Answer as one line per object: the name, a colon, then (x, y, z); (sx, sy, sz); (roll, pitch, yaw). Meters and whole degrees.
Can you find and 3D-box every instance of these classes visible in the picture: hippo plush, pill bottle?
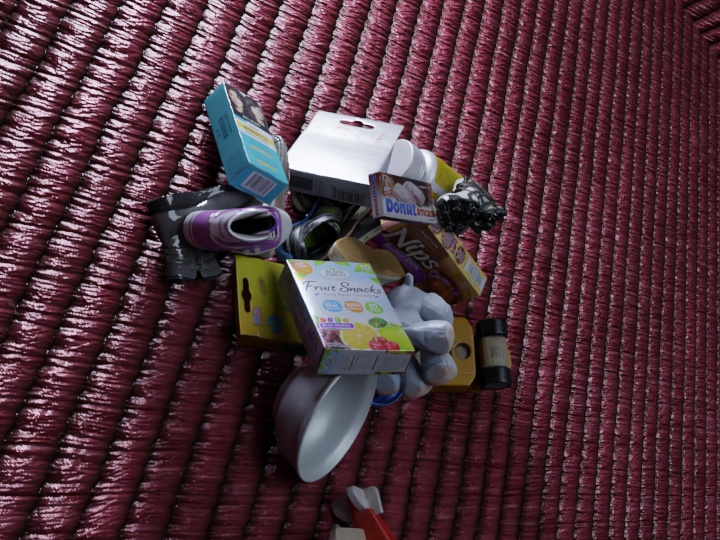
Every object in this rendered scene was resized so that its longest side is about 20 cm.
hippo plush: (0.069, 0.104, 1.700); (0.199, 0.160, 0.161); (18, 27, 3)
pill bottle: (0.123, -0.153, 1.930); (0.200, 0.114, 0.115); (33, 51, -39)

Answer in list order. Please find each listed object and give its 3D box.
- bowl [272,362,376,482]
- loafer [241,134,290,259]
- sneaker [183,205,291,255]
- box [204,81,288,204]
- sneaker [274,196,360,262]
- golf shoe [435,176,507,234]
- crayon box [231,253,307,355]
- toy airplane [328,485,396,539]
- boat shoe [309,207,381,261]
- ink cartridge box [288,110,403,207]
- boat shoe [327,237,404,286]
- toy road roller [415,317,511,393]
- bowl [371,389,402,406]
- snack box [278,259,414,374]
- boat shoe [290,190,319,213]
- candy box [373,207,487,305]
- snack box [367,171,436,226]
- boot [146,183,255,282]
bowl: (-0.066, 0.200, 1.531); (0.201, 0.090, 0.202); (-47, 152, -35)
loafer: (-0.147, -0.113, 1.632); (0.063, 0.072, 0.201); (45, 48, -53)
sneaker: (-0.141, -0.058, 1.483); (0.200, 0.114, 0.073); (-11, 95, -53)
box: (-0.174, -0.194, 1.576); (0.082, 0.049, 0.200); (27, 30, -41)
sneaker: (-0.054, -0.069, 1.676); (0.200, 0.082, 0.071); (-43, 135, -37)
golf shoe: (0.177, -0.120, 1.846); (0.200, 0.078, 0.095); (9, 46, -58)
crayon box: (-0.127, 0.055, 1.585); (0.200, 0.051, 0.127); (16, 62, -47)
toy airplane: (0.010, 0.420, 1.543); (0.200, 0.141, 0.199); (46, 5, -15)
boat shoe: (-0.023, -0.046, 1.744); (0.200, 0.071, 0.063); (-50, 122, -47)
ink cartridge box: (-0.029, -0.188, 1.734); (0.200, 0.162, 0.057); (-60, 159, -54)
boat shoe: (0.000, 0.000, 1.682); (0.200, 0.069, 0.074); (18, 39, -58)
toy road roller: (0.173, 0.164, 1.872); (0.199, 0.146, 0.123); (2, 68, -11)
bowl: (0.007, 0.128, 1.725); (0.200, 0.039, 0.201); (24, 57, -43)
snack box: (-0.024, 0.065, 1.510); (0.142, 0.053, 0.200); (4, 36, -26)
boat shoe: (-0.040, -0.148, 1.767); (0.200, 0.065, 0.073); (-29, 99, -51)
candy box: (0.124, -0.026, 1.872); (0.200, 0.116, 0.057); (51, 42, -24)
snack box: (0.070, -0.115, 1.700); (0.200, 0.024, 0.072); (2, 80, -62)
boot: (-0.221, -0.052, 1.519); (0.200, 0.070, 0.132); (-17, 94, -45)
